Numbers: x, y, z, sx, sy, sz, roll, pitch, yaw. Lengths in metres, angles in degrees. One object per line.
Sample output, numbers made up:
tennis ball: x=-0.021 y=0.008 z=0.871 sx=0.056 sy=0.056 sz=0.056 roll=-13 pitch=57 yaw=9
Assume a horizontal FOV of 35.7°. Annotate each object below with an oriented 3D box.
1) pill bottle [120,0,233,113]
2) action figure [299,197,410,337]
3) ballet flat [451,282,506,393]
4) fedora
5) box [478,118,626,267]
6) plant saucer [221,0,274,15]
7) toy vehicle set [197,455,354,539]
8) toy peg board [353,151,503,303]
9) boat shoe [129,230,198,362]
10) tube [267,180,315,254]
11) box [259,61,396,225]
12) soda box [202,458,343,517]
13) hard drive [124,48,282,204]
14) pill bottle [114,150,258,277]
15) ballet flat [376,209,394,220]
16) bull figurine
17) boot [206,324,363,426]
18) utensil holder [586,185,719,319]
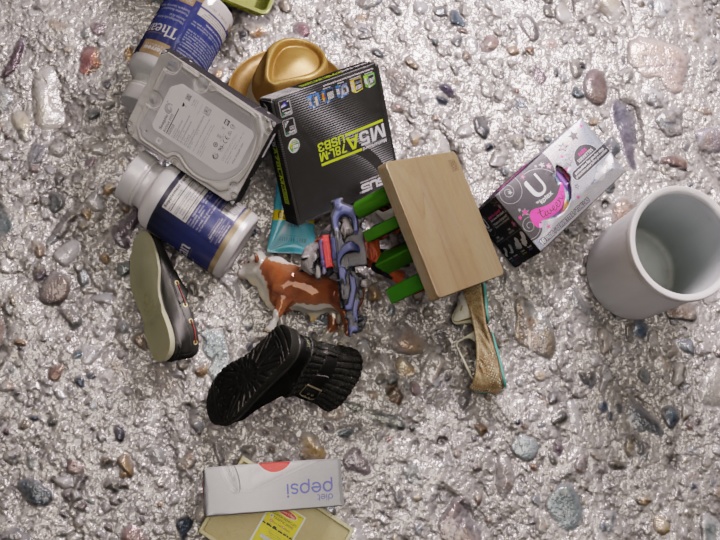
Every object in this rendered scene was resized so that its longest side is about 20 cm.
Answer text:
pill bottle: x=-0.284 y=-0.326 z=1.704 sx=0.110 sy=0.111 sz=0.202 roll=26 pitch=75 yaw=-3
action figure: x=0.000 y=0.000 z=1.666 sx=0.190 sy=0.104 sz=0.204 roll=3 pitch=83 yaw=-16
ballet flat: x=0.174 y=0.091 z=1.719 sx=0.064 sy=0.071 sz=0.203 roll=-11 pitch=76 yaw=3
fedora: x=-0.107 y=-0.294 z=1.713 sx=0.197 sy=0.082 sz=0.203 roll=6 pitch=53 yaw=-7
box: x=0.292 y=-0.122 z=1.748 sx=0.200 sy=0.132 sz=0.115 roll=-42 pitch=89 yaw=-16
plant saucer: x=-0.212 y=-0.499 z=1.771 sx=0.197 sy=0.048 sz=0.202 roll=20 pitch=62 yaw=-4
toy vehicle set: x=-0.122 y=0.377 z=1.624 sx=0.198 sy=0.027 sz=0.125 roll=33 pitch=75 yaw=-1
toy peg board: x=0.091 y=-0.056 z=1.638 sx=0.198 sy=0.097 sz=0.203 roll=-16 pitch=84 yaw=-54
boat shoe: x=-0.291 y=0.038 z=1.653 sx=0.063 sy=0.073 sz=0.204 roll=1 pitch=64 yaw=-45
tube: x=-0.101 y=-0.125 z=1.729 sx=0.076 sy=0.050 sz=0.204 roll=3 pitch=81 yaw=-6
box: x=-0.043 y=-0.193 z=1.683 sx=0.198 sy=0.047 sz=0.196 roll=-23 pitch=112 yaw=-29
soda box: x=-0.125 y=0.308 z=1.591 sx=0.196 sy=0.063 sz=0.070 roll=-2 pitch=77 yaw=-10
hard drive: x=-0.228 y=-0.207 z=1.606 sx=0.199 sy=0.038 sz=0.141 roll=34 pitch=108 yaw=6
pill bottle: x=-0.260 y=-0.088 z=1.658 sx=0.199 sy=0.111 sz=0.112 roll=34 pitch=75 yaw=-1
ballet flat: x=0.106 y=-0.078 z=1.742 sx=0.199 sy=0.069 sz=0.070 roll=34 pitch=75 yaw=-1
bull figurine: x=-0.092 y=0.042 z=1.683 sx=0.196 sy=0.065 sz=0.124 roll=10 pitch=79 yaw=-7
boot: x=-0.110 y=0.172 z=1.641 sx=0.157 sy=0.210 sz=0.080 roll=24 pitch=38 yaw=-44
utensil holder: x=0.453 y=-0.019 z=1.719 sx=0.167 sy=0.200 sz=0.173 roll=2 pitch=77 yaw=-10
